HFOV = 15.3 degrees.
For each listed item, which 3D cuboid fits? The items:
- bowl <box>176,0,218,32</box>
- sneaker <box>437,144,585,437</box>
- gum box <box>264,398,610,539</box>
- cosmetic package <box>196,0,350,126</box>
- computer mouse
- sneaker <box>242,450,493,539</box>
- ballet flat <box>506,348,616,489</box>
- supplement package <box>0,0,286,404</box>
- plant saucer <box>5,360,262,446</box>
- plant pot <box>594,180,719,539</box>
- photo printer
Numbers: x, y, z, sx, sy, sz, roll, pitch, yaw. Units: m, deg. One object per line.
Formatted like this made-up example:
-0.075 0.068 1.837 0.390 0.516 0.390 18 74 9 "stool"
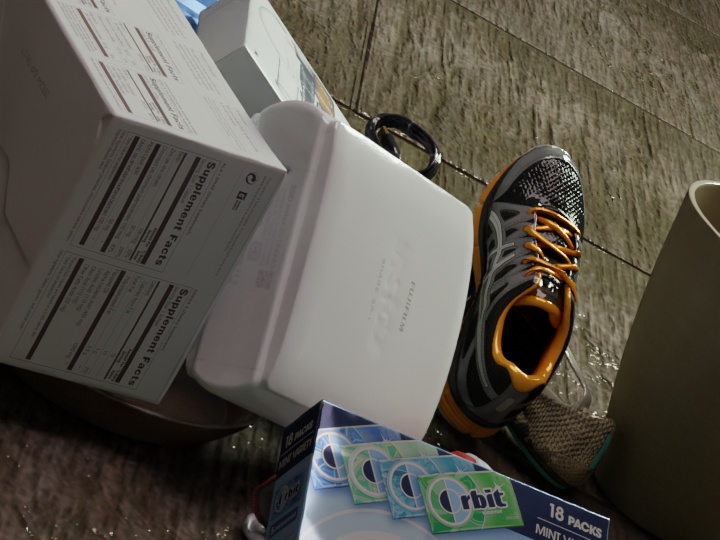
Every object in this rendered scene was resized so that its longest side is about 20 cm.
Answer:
-0.177 -0.205 1.930 0.200 0.040 0.201 25 -5 3 "bowl"
0.110 0.009 1.699 0.078 0.077 0.201 23 66 -20 "sneaker"
0.030 0.183 1.259 0.169 0.045 0.201 24 54 -20 "gum box"
-0.041 -0.085 1.818 0.200 0.051 0.151 56 14 -19 "cosmetic package"
0.040 -0.031 1.791 0.058 0.034 0.201 -13 48 -1 "computer mouse"
0.005 0.127 1.471 0.112 0.071 0.200 35 22 0 "sneaker"
0.098 0.059 1.763 0.200 0.075 0.068 44 11 34 "ballet flat"
-0.150 -0.054 1.455 0.110 0.156 0.200 17 24 -32 "supplement package"
-0.144 0.039 1.521 0.199 0.035 0.200 28 20 -11 "plant saucer"
0.243 0.077 1.747 0.187 0.201 0.187 27 19 -10 "plant pot"
-0.007 0.014 1.502 0.069 0.167 0.200 8 -13 32 "photo printer"
